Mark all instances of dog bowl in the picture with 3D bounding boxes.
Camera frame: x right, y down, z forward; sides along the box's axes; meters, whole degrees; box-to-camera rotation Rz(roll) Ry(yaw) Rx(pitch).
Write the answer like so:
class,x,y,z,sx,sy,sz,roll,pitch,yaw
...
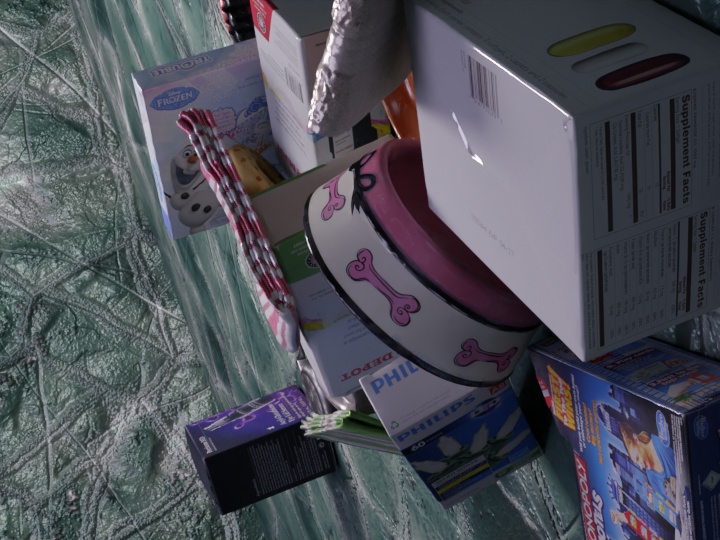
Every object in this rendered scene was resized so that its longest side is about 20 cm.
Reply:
class,x,y,z,sx,sy,sz,roll,pitch,yaw
dog bowl,0.059,-0.015,0.909,0.074,0.200,0.201,-48,54,28

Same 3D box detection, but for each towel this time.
class,x,y,z,sx,sy,sz,roll,pitch,yaw
towel,-0.101,-0.030,1.068,0.146,0.030,0.201,87,159,-73
towel,0.025,-0.180,0.801,0.034,0.200,0.133,23,125,14
towel,0.026,0.173,1.338,0.200,0.149,0.031,148,133,-72

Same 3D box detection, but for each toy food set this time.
class,x,y,z,sx,sy,sz,roll,pitch,yaw
toy food set,-0.050,-0.048,1.291,0.198,0.049,0.200,26,-166,-41

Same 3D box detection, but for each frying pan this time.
class,x,y,z,sx,sy,sz,roll,pitch,yaw
frying pan,-0.074,0.147,1.837,0.191,0.031,0.115,64,162,13

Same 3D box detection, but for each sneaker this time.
class,x,y,z,sx,sy,sz,roll,pitch,yaw
sneaker,-0.139,-0.346,1.384,0.098,0.071,0.201,-143,38,-63

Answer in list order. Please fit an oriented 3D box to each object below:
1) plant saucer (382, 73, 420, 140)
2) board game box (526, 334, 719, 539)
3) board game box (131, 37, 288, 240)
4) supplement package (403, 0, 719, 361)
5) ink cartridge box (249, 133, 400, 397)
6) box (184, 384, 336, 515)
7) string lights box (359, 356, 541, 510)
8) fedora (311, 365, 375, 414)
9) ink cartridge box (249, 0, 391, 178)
class,x,y,z,sx,sy,sz,roll,pitch,yaw
plant saucer,0.054,-0.170,1.004,0.200,0.032,0.201,160,90,-75
board game box,0.190,0.124,0.832,0.200,0.061,0.201,-135,29,-60
board game box,-0.130,-0.148,1.343,0.043,0.199,0.200,-123,21,-44
supplement package,0.122,-0.076,0.730,0.200,0.111,0.156,-130,26,-52
ink cartridge box,0.000,0.000,1.124,0.088,0.145,0.200,56,169,49
box,-0.159,0.279,1.951,0.148,0.199,0.105,-147,40,-66
string lights box,0.079,0.122,1.023,0.059,0.103,0.200,61,-179,31
fedora,-0.009,0.089,1.415,0.177,0.090,0.200,99,148,-60
ink cartridge box,-0.036,-0.174,1.210,0.146,0.083,0.201,-128,24,-49
